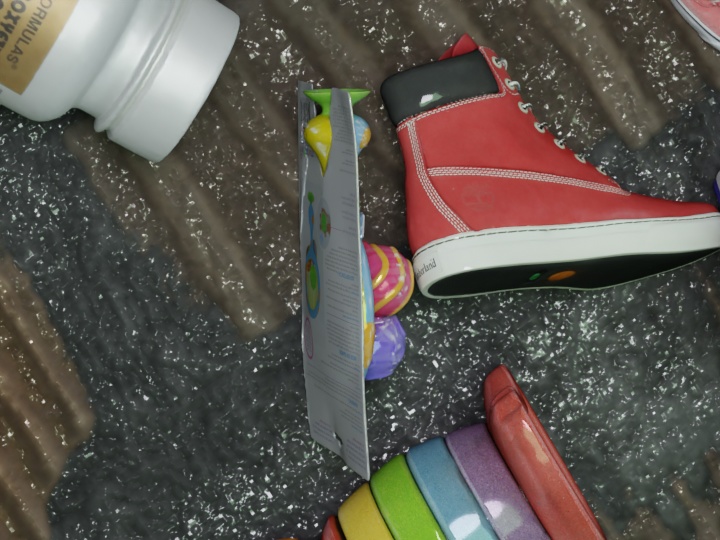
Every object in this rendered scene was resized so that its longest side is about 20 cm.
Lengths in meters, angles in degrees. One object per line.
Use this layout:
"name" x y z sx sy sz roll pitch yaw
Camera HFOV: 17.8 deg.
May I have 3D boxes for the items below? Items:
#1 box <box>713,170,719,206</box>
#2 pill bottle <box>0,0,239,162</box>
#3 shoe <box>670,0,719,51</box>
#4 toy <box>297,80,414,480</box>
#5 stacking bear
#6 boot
"box" 0.304 0.005 1.248 0.200 0.184 0.105 38 108 -13
"pill bottle" -0.168 -0.142 1.171 0.200 0.114 0.115 30 91 -14
"shoe" 0.196 -0.178 1.254 0.200 0.091 0.072 42 88 -14
"toy" 0.000 0.000 1.227 0.047 0.115 0.201 -8 99 -14
"stacking bear" 0.024 0.156 1.262 0.200 0.121 0.114 -31 96 4
"boot" 0.108 -0.064 1.268 0.199 0.072 0.145 -1 71 -30
